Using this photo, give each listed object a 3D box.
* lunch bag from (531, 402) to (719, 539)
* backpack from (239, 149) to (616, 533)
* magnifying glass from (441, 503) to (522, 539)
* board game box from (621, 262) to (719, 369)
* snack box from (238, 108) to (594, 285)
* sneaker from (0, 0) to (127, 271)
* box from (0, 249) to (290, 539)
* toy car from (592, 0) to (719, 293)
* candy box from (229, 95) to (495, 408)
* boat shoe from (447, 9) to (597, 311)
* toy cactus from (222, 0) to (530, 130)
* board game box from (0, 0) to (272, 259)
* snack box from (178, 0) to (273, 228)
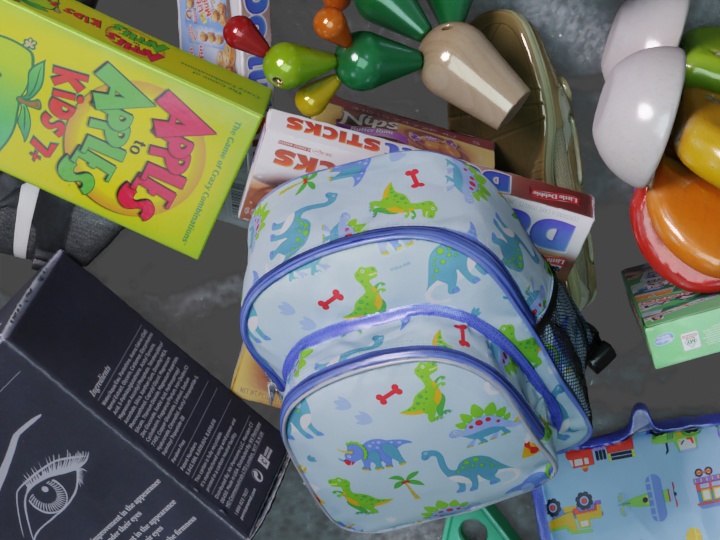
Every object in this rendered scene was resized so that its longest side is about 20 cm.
[{"bbox_3d":[0.196,0.186,1.491,0.150,0.094,0.201,-11,96,6],"label":"lunch bag"},{"bbox_3d":[0.028,0.042,1.309,0.182,0.147,0.200,-17,127,20],"label":"backpack"},{"bbox_3d":[0.073,0.163,1.505,0.079,0.022,0.201,-10,100,20],"label":"magnifying glass"},{"bbox_3d":[0.265,0.003,1.410,0.199,0.135,0.029,-15,105,5],"label":"board game box"},{"bbox_3d":[0.032,-0.037,1.351,0.199,0.024,0.072,15,131,-7],"label":"snack box"},{"bbox_3d":[-0.169,-0.092,1.422,0.111,0.073,0.201,23,112,-9],"label":"sneaker"},{"bbox_3d":[-0.169,0.113,1.431,0.200,0.104,0.148,42,124,-11],"label":"box"},{"bbox_3d":[0.219,-0.067,1.368,0.174,0.200,0.151,16,122,-1],"label":"toy car"},{"bbox_3d":[0.000,0.000,1.427,0.116,0.057,0.201,15,117,-4],"label":"candy box"},{"bbox_3d":[0.108,-0.066,1.435,0.073,0.063,0.202,-8,101,36],"label":"boat shoe"},{"bbox_3d":[0.023,-0.140,1.353,0.165,0.200,0.102,41,131,8],"label":"toy cactus"},{"bbox_3d":[-0.163,-0.097,1.350,0.199,0.048,0.102,24,113,-5],"label":"board game box"},{"bbox_3d":[-0.082,-0.130,1.402,0.024,0.072,0.201,-12,108,-34],"label":"snack box"}]
